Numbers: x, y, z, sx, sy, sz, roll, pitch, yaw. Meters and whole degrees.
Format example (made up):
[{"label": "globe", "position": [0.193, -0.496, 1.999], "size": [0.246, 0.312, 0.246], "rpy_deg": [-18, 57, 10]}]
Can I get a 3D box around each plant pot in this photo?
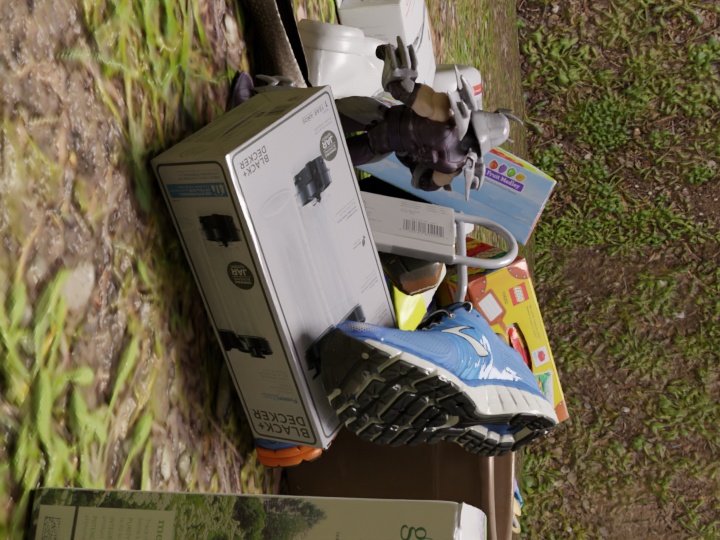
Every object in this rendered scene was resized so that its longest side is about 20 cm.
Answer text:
[{"label": "plant pot", "position": [0.036, 0.151, 0.801], "size": [0.200, 0.174, 0.201], "rpy_deg": [-1, 90, -75]}]

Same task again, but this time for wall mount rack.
[{"label": "wall mount rack", "position": [0.019, -0.027, 0.767], "size": [0.174, 0.199, 0.075], "rpy_deg": [-84, -174, -55]}]

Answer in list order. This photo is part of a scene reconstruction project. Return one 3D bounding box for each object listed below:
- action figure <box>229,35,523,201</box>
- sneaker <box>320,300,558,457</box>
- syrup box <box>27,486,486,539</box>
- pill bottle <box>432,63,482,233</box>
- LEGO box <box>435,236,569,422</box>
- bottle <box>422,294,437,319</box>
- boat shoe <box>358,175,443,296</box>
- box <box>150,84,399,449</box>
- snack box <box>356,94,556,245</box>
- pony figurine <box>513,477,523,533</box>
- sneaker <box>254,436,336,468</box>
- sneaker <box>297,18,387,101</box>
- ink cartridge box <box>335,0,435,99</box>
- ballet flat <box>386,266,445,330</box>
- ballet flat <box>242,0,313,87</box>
[{"label": "action figure", "position": [0.011, -0.099, 0.660], "size": [0.130, 0.199, 0.070], "rpy_deg": [76, 19, -44]}, {"label": "sneaker", "position": [0.046, 0.065, 0.637], "size": [0.200, 0.078, 0.089], "rpy_deg": [22, 40, -43]}, {"label": "syrup box", "position": [-0.045, 0.143, 0.429], "size": [0.081, 0.199, 0.079], "rpy_deg": [52, 39, -67]}, {"label": "pill bottle", "position": [0.095, -0.146, 1.172], "size": [0.112, 0.112, 0.201], "rpy_deg": [-54, 142, -67]}, {"label": "LEGO box", "position": [0.151, 0.076, 1.115], "size": [0.149, 0.077, 0.201], "rpy_deg": [32, -37, 67]}, {"label": "bottle", "position": [0.065, 0.085, 1.134], "size": [0.084, 0.065, 0.201], "rpy_deg": [-86, 167, -51]}, {"label": "boat shoe", "position": [0.044, -0.030, 0.933], "size": [0.200, 0.075, 0.074], "rpy_deg": [-105, 179, -59]}, {"label": "box", "position": [-0.044, -0.002, 0.608], "size": [0.117, 0.060, 0.201], "rpy_deg": [-46, 127, -46]}, {"label": "snack box", "position": [0.081, -0.100, 0.892], "size": [0.200, 0.168, 0.068], "rpy_deg": [-82, -164, -79]}, {"label": "pony figurine", "position": [0.078, 0.170, 0.984], "size": [0.200, 0.166, 0.193], "rpy_deg": [55, -11, -17]}, {"label": "sneaker", "position": [-0.035, 0.056, 0.736], "size": [0.200, 0.075, 0.079], "rpy_deg": [-73, 153, -53]}, {"label": "sneaker", "position": [-0.015, -0.168, 0.858], "size": [0.200, 0.075, 0.089], "rpy_deg": [-16, 118, -70]}, {"label": "ink cartridge box", "position": [0.028, -0.257, 1.001], "size": [0.200, 0.066, 0.116], "rpy_deg": [74, 22, -46]}, {"label": "ballet flat", "position": [0.057, -0.014, 1.026], "size": [0.067, 0.067, 0.201], "rpy_deg": [74, 9, -48]}, {"label": "ballet flat", "position": [-0.058, -0.187, 0.702], "size": [0.067, 0.046, 0.201], "rpy_deg": [-65, 151, -61]}]
